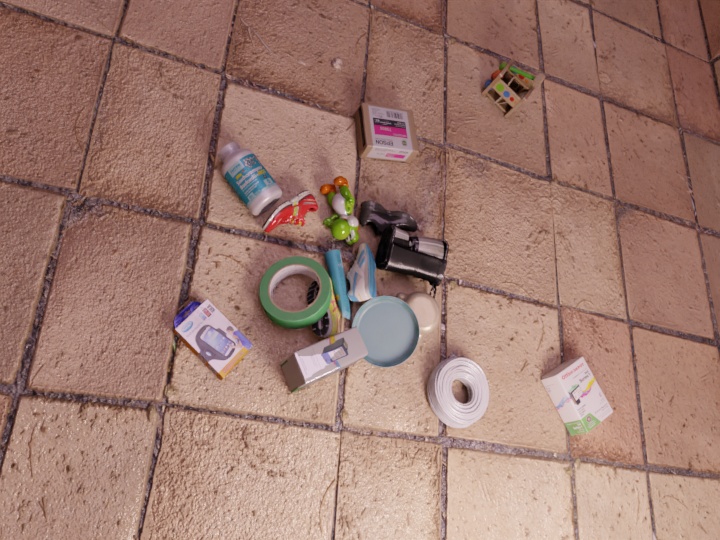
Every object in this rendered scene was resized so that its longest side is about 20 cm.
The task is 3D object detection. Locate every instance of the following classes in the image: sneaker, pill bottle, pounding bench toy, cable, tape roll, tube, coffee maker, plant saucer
[{"bbox_3d":[-0.098,0.108,1.651,0.090,0.077,0.203,40,39,-48],"label":"sneaker"},{"bbox_3d":[-0.322,-0.267,1.661,0.110,0.111,0.201,-38,88,-30],"label":"pill bottle"},{"bbox_3d":[0.576,-0.712,2.182,0.156,0.200,0.125,42,60,-4],"label":"pounding bench toy"},{"bbox_3d":[0.293,0.359,1.725,0.198,0.069,0.202,-30,85,-30],"label":"cable"},{"bbox_3d":[-0.177,0.058,1.592,0.196,0.048,0.204,-1,58,2],"label":"tape roll"},{"bbox_3d":[0.000,0.000,1.722,0.077,0.079,0.203,56,26,-44],"label":"sneaker"},{"bbox_3d":[-0.199,-0.161,1.699,0.199,0.077,0.086,-38,94,-30],"label":"sneaker"},{"bbox_3d":[-0.061,0.041,1.693,0.077,0.050,0.204,26,47,-65],"label":"tube"},{"bbox_3d":[0.084,-0.148,1.831,0.196,0.076,0.093,16,74,-10],"label":"sneaker"},{"bbox_3d":[0.154,-0.025,1.771,0.196,0.135,0.196,12,67,-19],"label":"coffee maker"},{"bbox_3d":[0.073,0.176,1.673,0.196,0.027,0.205,-1,83,8],"label":"plant saucer"}]

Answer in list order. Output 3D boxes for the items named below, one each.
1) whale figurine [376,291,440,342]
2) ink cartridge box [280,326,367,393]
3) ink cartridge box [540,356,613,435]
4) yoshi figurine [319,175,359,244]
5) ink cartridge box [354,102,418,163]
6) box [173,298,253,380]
[{"bbox_3d":[0.140,0.145,1.736,0.197,0.104,0.162,-22,81,-4],"label":"whale figurine"},{"bbox_3d":[-0.097,0.238,1.551,0.197,0.145,0.089,-18,77,-28],"label":"ink cartridge box"},{"bbox_3d":[0.700,0.404,1.882,0.143,0.084,0.203,-23,81,-29],"label":"ink cartridge box"},{"bbox_3d":[-0.063,-0.176,1.754,0.110,0.112,0.204,-16,80,-12],"label":"yoshi figurine"},{"bbox_3d":[0.086,-0.458,1.939,0.196,0.075,0.168,1,69,-24],"label":"ink cartridge box"},{"bbox_3d":[-0.387,0.170,1.508,0.200,0.041,0.119,46,60,-5],"label":"box"}]
